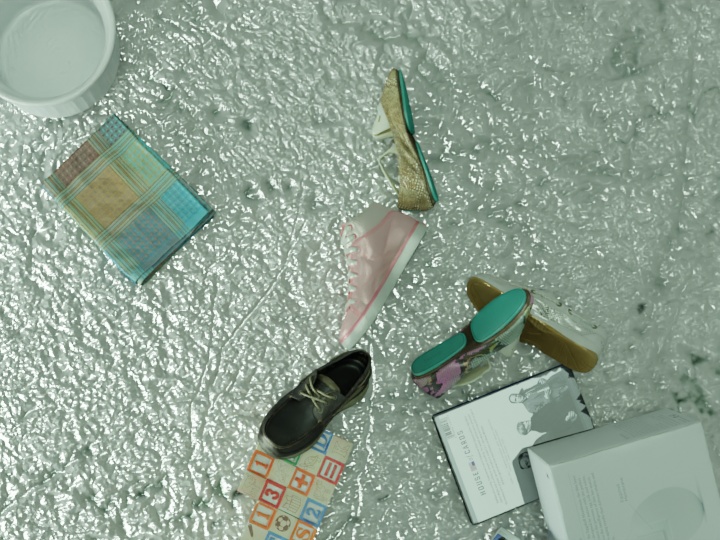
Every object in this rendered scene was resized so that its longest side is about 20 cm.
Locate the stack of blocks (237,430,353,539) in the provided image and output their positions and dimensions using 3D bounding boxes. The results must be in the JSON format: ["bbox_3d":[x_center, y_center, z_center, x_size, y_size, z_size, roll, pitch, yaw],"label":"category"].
[{"bbox_3d":[-0.099,0.292,1.412,0.114,0.059,0.202,23,81,2],"label":"stack of blocks"}]

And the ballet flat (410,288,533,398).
[{"bbox_3d":[0.156,0.099,1.430,0.199,0.069,0.071,-38,118,19],"label":"ballet flat"}]

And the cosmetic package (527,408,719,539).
[{"bbox_3d":[0.335,0.302,1.377,0.197,0.123,0.202,-14,92,-6],"label":"cosmetic package"}]

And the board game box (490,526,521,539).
[{"bbox_3d":[0.170,0.428,1.325,0.056,0.200,0.197,40,82,-15],"label":"board game box"}]

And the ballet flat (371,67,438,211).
[{"bbox_3d":[0.050,-0.174,1.493,0.064,0.070,0.203,-16,77,10],"label":"ballet flat"}]

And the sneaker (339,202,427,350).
[{"bbox_3d":[0.000,0.000,1.455,0.104,0.075,0.202,31,73,-1],"label":"sneaker"}]

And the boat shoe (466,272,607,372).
[{"bbox_3d":[0.235,0.057,1.463,0.199,0.071,0.069,33,55,12],"label":"boat shoe"}]

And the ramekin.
[{"bbox_3d":[-0.420,-0.304,1.483,0.197,0.098,0.204,0,80,-2],"label":"ramekin"}]

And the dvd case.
[{"bbox_3d":[0.211,0.227,1.449,0.198,0.025,0.152,-20,82,-5],"label":"dvd case"}]

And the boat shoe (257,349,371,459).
[{"bbox_3d":[-0.056,0.158,1.384,0.074,0.074,0.200,35,45,15],"label":"boat shoe"}]

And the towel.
[{"bbox_3d":[-0.315,-0.096,1.490,0.200,0.022,0.147,44,82,6],"label":"towel"}]
